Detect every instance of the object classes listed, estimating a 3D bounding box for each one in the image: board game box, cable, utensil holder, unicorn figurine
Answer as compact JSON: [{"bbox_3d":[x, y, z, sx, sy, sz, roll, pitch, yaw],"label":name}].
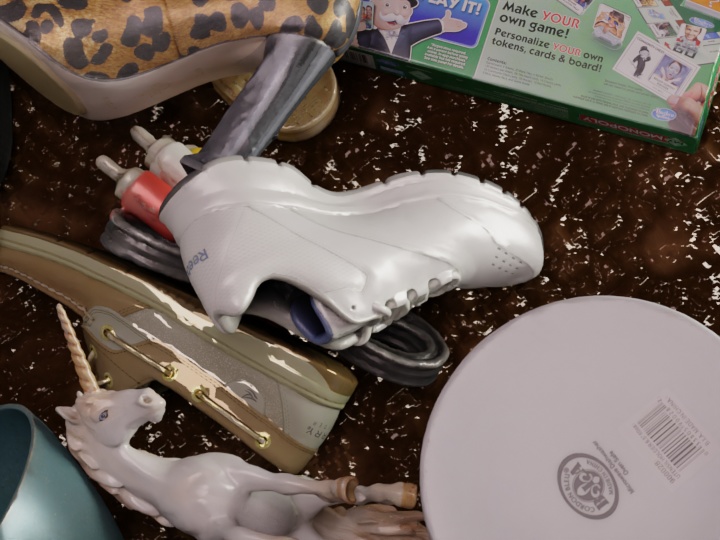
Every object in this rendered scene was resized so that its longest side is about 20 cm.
[{"bbox_3d":[0.096,-0.150,1.389,0.200,0.029,0.135,16,76,11],"label":"board game box"},{"bbox_3d":[-0.048,-0.005,1.336,0.200,0.097,0.050,31,116,17],"label":"cable"},{"bbox_3d":[0.111,0.113,1.224,0.170,0.200,0.170,-2,74,7],"label":"utensil holder"},{"bbox_3d":[-0.054,0.104,1.252,0.137,0.200,0.074,9,65,31],"label":"unicorn figurine"}]

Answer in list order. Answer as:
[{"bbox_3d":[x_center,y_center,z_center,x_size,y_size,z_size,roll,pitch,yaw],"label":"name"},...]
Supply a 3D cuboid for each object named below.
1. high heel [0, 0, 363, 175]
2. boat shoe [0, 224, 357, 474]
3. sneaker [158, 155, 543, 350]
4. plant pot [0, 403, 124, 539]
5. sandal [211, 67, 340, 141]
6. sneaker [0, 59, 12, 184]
[{"bbox_3d":[-0.103,-0.140,1.346,0.200,0.071,0.143,32,77,12],"label":"high heel"},{"bbox_3d":[-0.102,0.038,1.335,0.200,0.074,0.066,25,93,17],"label":"boat shoe"},{"bbox_3d":[0.000,0.000,1.304,0.200,0.075,0.087,1,58,-24],"label":"sneaker"},{"bbox_3d":[-0.175,0.182,1.260,0.135,0.200,0.200,44,82,-20],"label":"plant pot"},{"bbox_3d":[-0.099,-0.150,1.390,0.212,0.070,0.078,38,81,15],"label":"sandal"},{"bbox_3d":[-0.246,-0.125,1.404,0.108,0.067,0.202,-10,70,5],"label":"sneaker"}]
